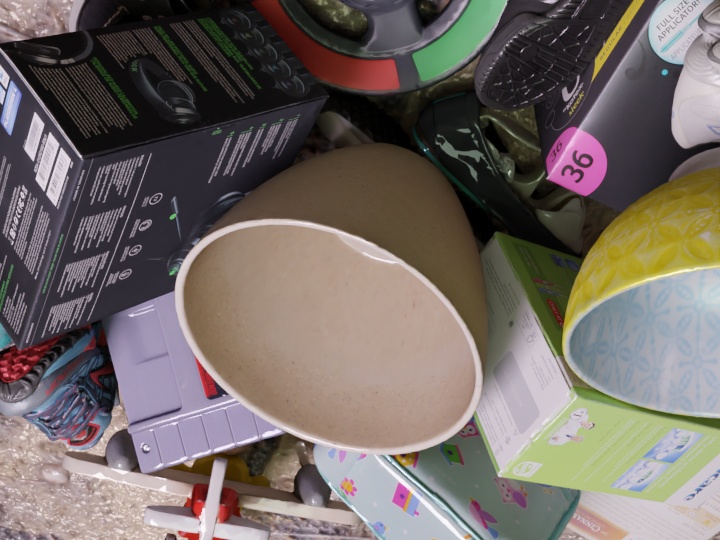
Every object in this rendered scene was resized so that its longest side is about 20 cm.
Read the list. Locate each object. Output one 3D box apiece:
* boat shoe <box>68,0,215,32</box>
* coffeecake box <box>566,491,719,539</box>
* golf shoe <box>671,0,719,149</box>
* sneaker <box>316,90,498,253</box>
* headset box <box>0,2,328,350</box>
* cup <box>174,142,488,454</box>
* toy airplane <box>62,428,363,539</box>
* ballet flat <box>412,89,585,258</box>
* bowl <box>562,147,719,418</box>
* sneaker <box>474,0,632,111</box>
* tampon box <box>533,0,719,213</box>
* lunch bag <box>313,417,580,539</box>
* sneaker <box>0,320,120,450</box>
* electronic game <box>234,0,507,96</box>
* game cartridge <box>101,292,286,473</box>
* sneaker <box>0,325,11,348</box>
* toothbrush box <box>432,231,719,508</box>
[{"bbox_3d":[-0.114,-0.187,0.676,0.199,0.074,0.061,-34,91,35],"label":"boat shoe"},{"bbox_3d":[0.259,0.150,0.904,0.153,0.073,0.200,31,121,-18],"label":"coffeecake box"},{"bbox_3d":[0.272,-0.089,0.601,0.198,0.079,0.098,15,139,-1],"label":"golf shoe"},{"bbox_3d":[0.022,-0.039,0.790,0.093,0.071,0.199,-39,117,19],"label":"sneaker"},{"bbox_3d":[-0.135,-0.065,0.676,0.093,0.199,0.175,50,135,18],"label":"headset box"},{"bbox_3d":[0.000,0.000,0.697,0.198,0.144,0.202,14,136,13],"label":"cup"},{"bbox_3d":[-0.122,0.179,0.907,0.197,0.143,0.199,-7,153,37],"label":"toy airplane"},{"bbox_3d":[0.121,-0.054,0.778,0.073,0.073,0.200,-33,114,23],"label":"ballet flat"},{"bbox_3d":[0.211,-0.003,0.590,0.197,0.109,0.201,5,153,3],"label":"bowl"},{"bbox_3d":[0.132,-0.198,0.655,0.059,0.105,0.200,17,134,-28],"label":"sneaker"},{"bbox_3d":[0.236,-0.108,0.696,0.198,0.127,0.151,22,122,-11],"label":"tampon box"},{"bbox_3d":[0.071,0.155,0.847,0.200,0.160,0.077,42,127,13],"label":"lunch bag"},{"bbox_3d":[-0.217,0.090,0.812,0.078,0.200,0.097,-20,94,2],"label":"sneaker"},{"bbox_3d":[0.009,-0.207,0.694,0.197,0.042,0.202,1,125,2],"label":"electronic game"},{"bbox_3d":[-0.134,0.040,0.812,0.128,0.038,0.202,-18,85,19],"label":"game cartridge"},{"bbox_3d":[-0.266,0.014,0.818,0.198,0.084,0.122,22,130,20],"label":"sneaker"},{"bbox_3d":[0.167,0.072,0.743,0.198,0.146,0.086,13,128,-32],"label":"toothbrush box"}]
